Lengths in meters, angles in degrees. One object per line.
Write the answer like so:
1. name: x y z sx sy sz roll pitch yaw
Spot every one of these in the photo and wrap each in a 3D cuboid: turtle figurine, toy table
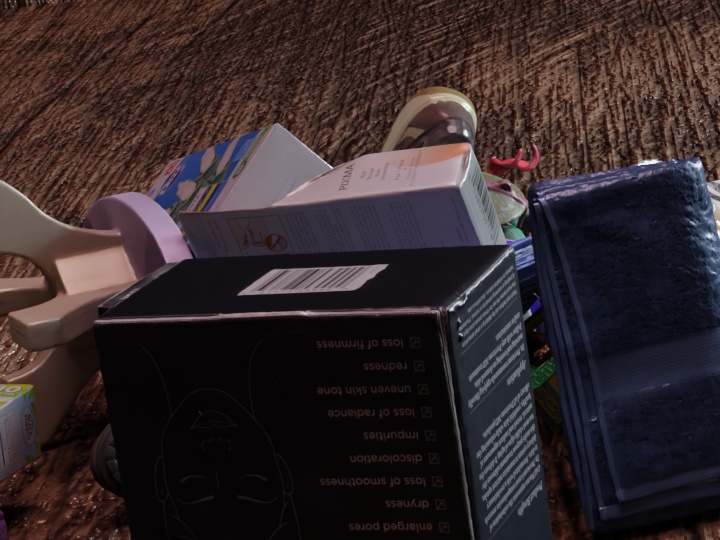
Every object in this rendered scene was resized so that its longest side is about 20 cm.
1. turtle figurine: 0.091 -0.019 2.014 0.149 0.101 0.200 -18 24 6
2. toy table: -0.191 0.019 1.843 0.116 0.185 0.200 -12 0 -21

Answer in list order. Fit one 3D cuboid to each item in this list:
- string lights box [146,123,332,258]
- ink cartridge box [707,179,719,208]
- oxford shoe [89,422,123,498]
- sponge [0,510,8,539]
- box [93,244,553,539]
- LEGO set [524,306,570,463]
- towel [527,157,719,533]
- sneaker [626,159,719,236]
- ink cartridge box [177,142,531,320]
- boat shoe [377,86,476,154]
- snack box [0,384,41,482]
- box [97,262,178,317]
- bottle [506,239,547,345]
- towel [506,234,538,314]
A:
1. string lights box: -0.102 -0.033 1.921 0.103 0.059 0.200 -57 18 -19
2. ink cartridge box: 0.279 -0.024 1.977 0.199 0.068 0.116 -12 16 -17
3. oxford shoe: -0.114 0.103 1.749 0.084 0.073 0.200 -16 5 36
4. sponge: -0.322 0.161 1.691 0.199 0.030 0.111 5 20 41
5. box: -0.015 0.099 1.434 0.199 0.198 0.124 -2 15 23
6. LEGO set: 0.165 0.070 1.680 0.154 0.116 0.200 -42 10 -12
7. towel: 0.161 0.040 1.552 0.111 0.202 0.049 -12 2 -9
8. sneaker: 0.208 -0.001 1.786 0.080 0.200 0.072 -24 50 29
9. ink cartridge box: 0.000 0.000 1.802 0.199 0.163 0.050 -3 41 23
10. boat shoe: 0.026 -0.032 1.927 0.071 0.202 0.066 20 25 -13
11. snack box: -0.318 0.114 1.705 0.199 0.053 0.142 0 15 24
12. box: -0.035 0.084 1.564 0.199 0.165 0.086 -1 17 27
13. bottle: 0.104 0.018 1.875 0.198 0.084 0.066 6 59 -2
14. towel: 0.052 0.041 1.711 0.144 0.024 0.200 -22 -21 -43
